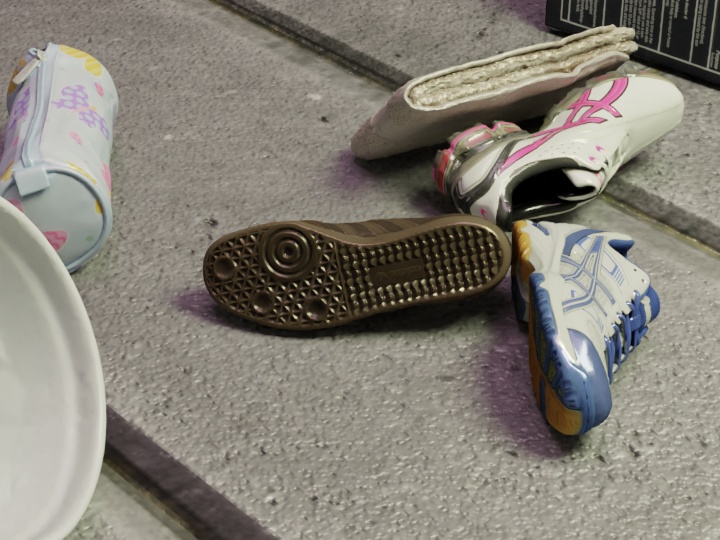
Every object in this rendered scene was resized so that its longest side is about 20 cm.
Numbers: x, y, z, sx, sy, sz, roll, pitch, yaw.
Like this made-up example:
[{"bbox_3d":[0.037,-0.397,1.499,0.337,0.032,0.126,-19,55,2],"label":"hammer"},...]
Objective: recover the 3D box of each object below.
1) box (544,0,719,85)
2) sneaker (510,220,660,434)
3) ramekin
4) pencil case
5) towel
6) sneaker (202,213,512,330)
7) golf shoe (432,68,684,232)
[{"bbox_3d":[0.271,-0.279,1.441,0.198,0.200,0.123,26,40,33],"label":"box"},{"bbox_3d":[0.145,0.025,1.079,0.088,0.075,0.200,0,33,-1],"label":"sneaker"},{"bbox_3d":[-0.232,0.061,0.914,0.105,0.200,0.200,-16,26,25],"label":"ramekin"},{"bbox_3d":[-0.213,-0.082,1.232,0.083,0.091,0.200,-3,34,-5],"label":"pencil case"},{"bbox_3d":[0.098,-0.128,1.294,0.200,0.035,0.133,-17,-8,-21],"label":"towel"},{"bbox_3d":[0.000,0.000,1.144,0.200,0.071,0.076,-2,3,7],"label":"sneaker"},{"bbox_3d":[0.156,-0.078,1.251,0.200,0.073,0.092,-24,44,-18],"label":"golf shoe"}]
